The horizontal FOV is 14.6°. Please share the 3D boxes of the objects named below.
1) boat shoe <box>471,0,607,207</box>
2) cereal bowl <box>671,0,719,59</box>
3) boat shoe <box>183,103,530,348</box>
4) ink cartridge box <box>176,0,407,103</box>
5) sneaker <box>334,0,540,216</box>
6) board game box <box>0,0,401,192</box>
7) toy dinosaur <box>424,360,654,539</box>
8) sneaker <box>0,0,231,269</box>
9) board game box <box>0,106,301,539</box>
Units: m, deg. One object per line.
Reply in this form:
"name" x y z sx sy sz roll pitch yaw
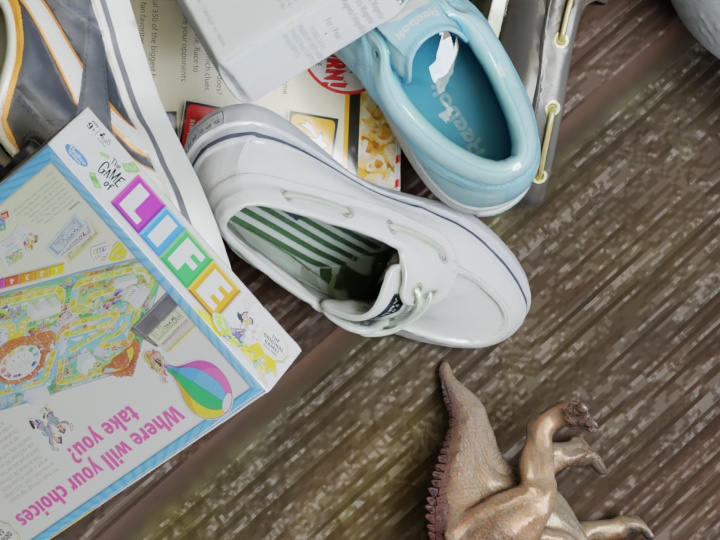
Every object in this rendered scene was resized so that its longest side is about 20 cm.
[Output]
"boat shoe" 0.085 -0.130 1.311 0.060 0.072 0.202 17 92 -10
"cereal bowl" 0.230 -0.179 1.283 0.199 0.083 0.200 -8 51 10
"boat shoe" 0.000 0.000 1.253 0.200 0.067 0.074 26 125 -33
"ink cartridge box" -0.007 -0.191 1.206 0.200 0.057 0.163 -30 68 0
"sneaker" 0.017 -0.116 1.232 0.074 0.082 0.200 -40 90 -11
"board game box" -0.079 -0.104 1.278 0.199 0.046 0.152 3 87 -14
"toy dinosaur" 0.073 0.142 1.293 0.135 0.086 0.200 -35 91 -6
"sneaker" -0.118 -0.046 1.204 0.079 0.078 0.200 -21 85 -17
"board game box" -0.137 0.036 1.193 0.135 0.200 0.034 49 39 -8
